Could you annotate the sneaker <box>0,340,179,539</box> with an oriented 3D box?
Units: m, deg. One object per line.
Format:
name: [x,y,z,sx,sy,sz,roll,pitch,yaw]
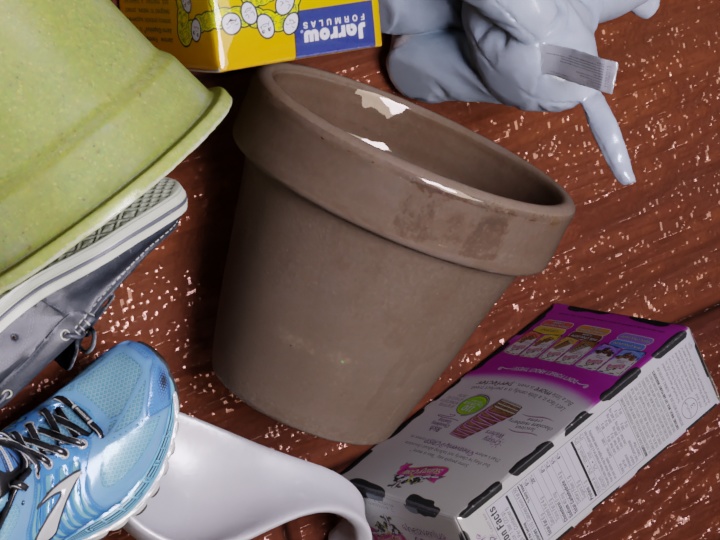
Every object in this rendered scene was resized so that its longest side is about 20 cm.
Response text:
sneaker: [-0.172,0.111,1.208,0.200,0.078,0.090,-48,153,-22]

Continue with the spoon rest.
spoon rest: [-0.068,0.131,1.320,0.200,0.100,0.061,20,129,-38]

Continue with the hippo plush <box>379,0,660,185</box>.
hippo plush: [0.109,-0.182,1.339,0.161,0.200,0.160,-46,140,-28]

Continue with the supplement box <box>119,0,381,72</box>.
supplement box: [-0.069,-0.216,1.255,0.109,0.109,0.201,-13,103,-31]

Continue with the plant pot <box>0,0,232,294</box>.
plant pot: [-0.199,-0.103,1.153,0.200,0.200,0.184,-41,104,-22]

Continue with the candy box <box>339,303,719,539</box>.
candy box: [0.102,0.104,1.391,0.200,0.136,0.061,-36,113,-24]

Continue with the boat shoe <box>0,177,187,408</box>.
boat shoe: [-0.173,0.019,1.242,0.200,0.075,0.062,-41,124,-19]

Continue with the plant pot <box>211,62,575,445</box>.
plant pot: [0.000,0.000,1.295,0.200,0.200,0.175,15,105,-34]
